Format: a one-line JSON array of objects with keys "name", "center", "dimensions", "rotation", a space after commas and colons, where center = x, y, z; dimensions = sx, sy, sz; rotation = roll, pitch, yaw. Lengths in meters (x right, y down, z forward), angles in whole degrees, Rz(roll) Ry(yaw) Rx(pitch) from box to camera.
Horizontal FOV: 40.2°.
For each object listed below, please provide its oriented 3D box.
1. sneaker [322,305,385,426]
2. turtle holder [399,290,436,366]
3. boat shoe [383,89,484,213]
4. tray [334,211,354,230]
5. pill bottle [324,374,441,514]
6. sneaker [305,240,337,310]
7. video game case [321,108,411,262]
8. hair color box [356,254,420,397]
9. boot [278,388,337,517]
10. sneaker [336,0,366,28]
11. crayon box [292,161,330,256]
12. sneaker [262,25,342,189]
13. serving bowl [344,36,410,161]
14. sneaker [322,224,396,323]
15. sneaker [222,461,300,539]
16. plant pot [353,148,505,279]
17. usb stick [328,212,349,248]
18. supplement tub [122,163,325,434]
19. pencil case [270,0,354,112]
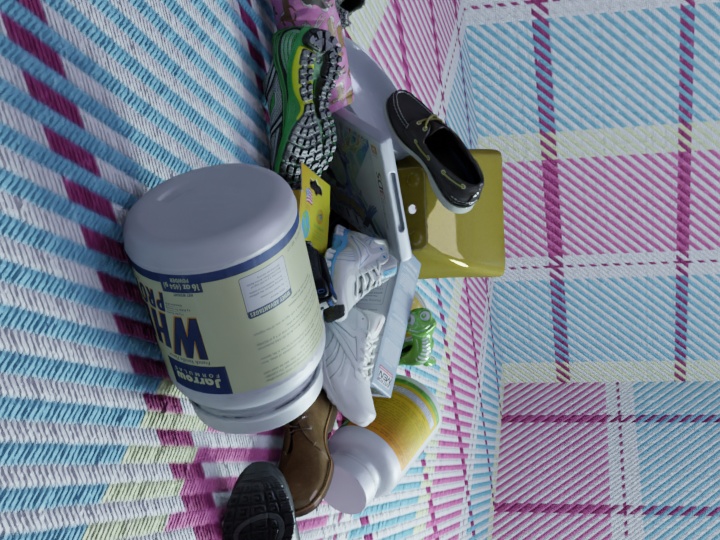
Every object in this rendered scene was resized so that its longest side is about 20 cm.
[{"name": "sneaker", "center": [-0.010, 0.094, 1.233], "dimensions": [0.200, 0.099, 0.078], "rotation": [70, 12, 18]}, {"name": "turtle holder", "center": [0.036, 0.081, 1.426], "dimensions": [0.186, 0.141, 0.132], "rotation": [-90, 174, -80]}, {"name": "boat shoe", "center": [0.102, -0.174, 1.333], "dimensions": [0.201, 0.072, 0.061], "rotation": [57, -32, 17]}, {"name": "tray", "center": [-0.006, -0.051, 1.520], "dimensions": [0.099, 0.037, 0.200], "rotation": [-69, 154, -59]}, {"name": "pill bottle", "center": [0.022, 0.242, 1.362], "dimensions": [0.200, 0.111, 0.111], "rotation": [-43, 132, -47]}, {"name": "sneaker", "center": [-0.081, 0.055, 1.025], "dimensions": [0.073, 0.112, 0.200], "rotation": [56, 34, -64]}, {"name": "video game case", "center": [-0.007, -0.127, 1.294], "dimensions": [0.200, 0.022, 0.183], "rotation": [40, -30, 48]}, {"name": "hair color box", "center": [0.008, 0.066, 1.333], "dimensions": [0.061, 0.099, 0.200], "rotation": [45, 53, -51]}, {"name": "boot", "center": [-0.074, 0.200, 1.156], "dimensions": [0.200, 0.073, 0.076], "rotation": [-86, 154, -54]}, {"name": "sneaker", "center": [-0.031, -0.365, 1.345], "dimensions": [0.200, 0.088, 0.077], "rotation": [-76, 159, -50]}, {"name": "crayon box", "center": [-0.079, -0.017, 1.155], "dimensions": [0.127, 0.051, 0.201], "rotation": [35, 58, -74]}, {"name": "sneaker", "center": [-0.076, -0.189, 1.161], "dimensions": [0.078, 0.085, 0.200], "rotation": [-7, 115, -42]}, {"name": "serving bowl", "center": [-0.005, -0.232, 1.392], "dimensions": [0.200, 0.066, 0.200], "rotation": [42, 29, -31]}, {"name": "sneaker", "center": [0.000, 0.000, 1.200], "dimensions": [0.200, 0.086, 0.075], "rotation": [-77, 172, -61]}, {"name": "sneaker", "center": [-0.099, 0.274, 1.039], "dimensions": [0.091, 0.076, 0.200], "rotation": [-88, 177, -60]}, {"name": "plant pot", "center": [0.084, -0.084, 1.452], "dimensions": [0.200, 0.195, 0.195], "rotation": [0, 88, -60]}, {"name": "usb stick", "center": [-0.050, -0.036, 1.340], "dimensions": [0.200, 0.033, 0.056], "rotation": [-49, 129, -70]}, {"name": "supplement tub", "center": [-0.109, 0.026, 0.844], "dimensions": [0.145, 0.145, 0.200], "rotation": [-73, 157, -53]}, {"name": "pencil case", "center": [-0.065, -0.288, 1.195], "dimensions": [0.083, 0.086, 0.200], "rotation": [-113, -170, -57]}]
